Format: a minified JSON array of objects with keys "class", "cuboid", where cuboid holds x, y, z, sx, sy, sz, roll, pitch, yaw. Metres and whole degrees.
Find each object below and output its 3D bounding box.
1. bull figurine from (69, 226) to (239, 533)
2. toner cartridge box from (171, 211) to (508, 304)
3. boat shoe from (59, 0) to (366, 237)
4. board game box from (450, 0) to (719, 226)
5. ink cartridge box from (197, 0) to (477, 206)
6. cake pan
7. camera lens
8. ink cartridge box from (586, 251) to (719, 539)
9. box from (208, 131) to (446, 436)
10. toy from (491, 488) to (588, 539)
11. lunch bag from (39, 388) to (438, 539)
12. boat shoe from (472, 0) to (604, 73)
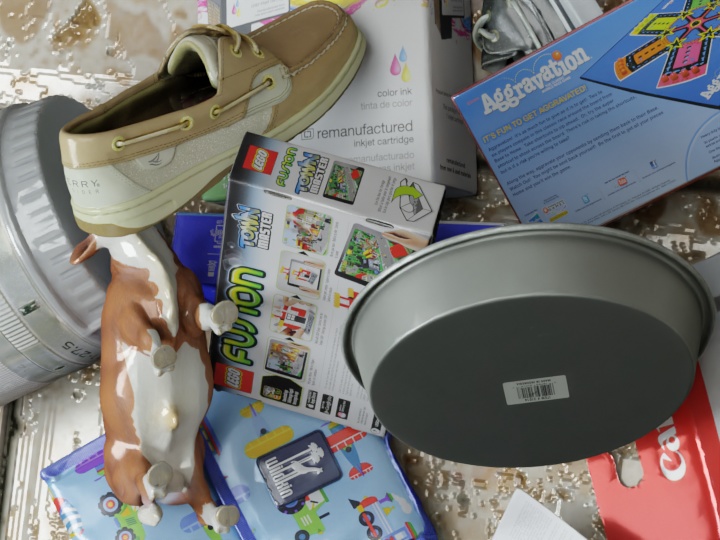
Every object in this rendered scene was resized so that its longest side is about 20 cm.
[{"class":"bull figurine","cuboid":[-0.110,0.049,1.364,0.065,0.121,0.201,-11,110,-19]},{"class":"toner cartridge box","cuboid":[0.000,0.000,1.427,0.199,0.095,0.043,3,80,21]},{"class":"boat shoe","cuboid":[-0.077,-0.095,1.331,0.074,0.200,0.067,15,135,44]},{"class":"board game box","cuboid":[0.156,-0.094,1.346,0.200,0.019,0.103,-26,96,27]},{"class":"ink cartridge box","cuboid":[-0.015,-0.140,1.447,0.144,0.084,0.201,-4,85,21]},{"class":"cake pan","cuboid":[0.089,0.046,1.323,0.200,0.200,0.037,-17,54,19]},{"class":"camera lens","cuboid":[-0.233,0.002,1.483,0.199,0.160,0.160,-25,79,18]},{"class":"ink cartridge box","cuboid":[0.208,0.069,1.372,0.199,0.050,0.162,-17,81,17]},{"class":"box","cuboid":[-0.022,0.012,1.354,0.110,0.200,0.035,16,55,3]},{"class":"toy","cuboid":[0.146,0.219,1.383,0.200,0.047,0.115,36,116,24]},{"class":"lunch bag","cuboid":[-0.059,0.137,1.460,0.200,0.094,0.151,-31,75,4]},{"class":"boat shoe","cuboid":[0.097,-0.135,1.401,0.071,0.072,0.200,-33,80,-1]}]
